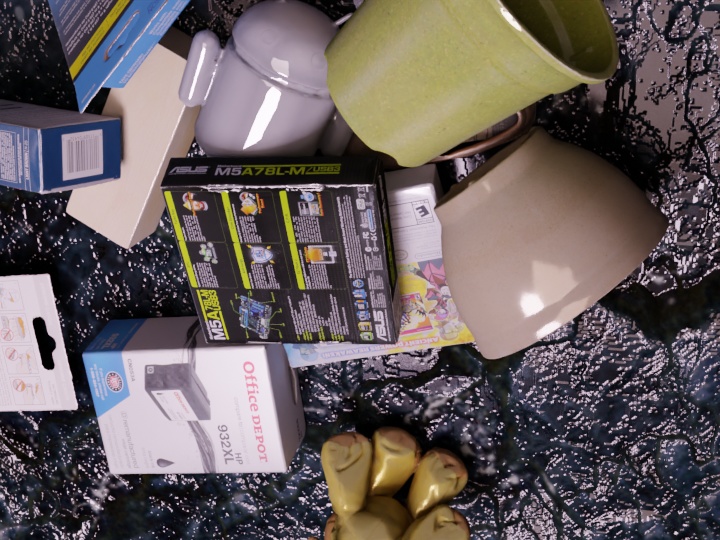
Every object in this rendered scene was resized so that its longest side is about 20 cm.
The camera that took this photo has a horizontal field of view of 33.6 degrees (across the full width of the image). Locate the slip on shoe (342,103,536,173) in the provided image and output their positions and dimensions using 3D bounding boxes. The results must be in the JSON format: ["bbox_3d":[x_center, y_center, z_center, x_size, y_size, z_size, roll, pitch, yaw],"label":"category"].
[{"bbox_3d":[0.062,-0.128,1.091,0.198,0.061,0.077,-7,110,15],"label":"slip on shoe"}]

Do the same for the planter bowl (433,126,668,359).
[{"bbox_3d":[0.147,-0.038,1.040,0.200,0.200,0.135,-37,95,23],"label":"planter bowl"}]

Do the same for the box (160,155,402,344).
[{"bbox_3d":[-0.066,-0.014,1.079,0.191,0.048,0.201,1,134,12],"label":"box"}]

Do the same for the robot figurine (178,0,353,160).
[{"bbox_3d":[-0.079,-0.157,1.070,0.168,0.113,0.201,17,119,-21],"label":"robot figurine"}]

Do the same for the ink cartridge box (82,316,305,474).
[{"bbox_3d":[-0.169,0.129,1.235,0.197,0.084,0.147,-3,111,14],"label":"ink cartridge box"}]

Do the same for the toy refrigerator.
[{"bbox_3d":[-0.206,-0.130,1.147,0.075,0.070,0.201,29,114,6],"label":"toy refrigerator"}]

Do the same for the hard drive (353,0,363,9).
[{"bbox_3d":[0.056,-0.267,1.045,0.134,0.042,0.202,-16,108,18],"label":"hard drive"}]

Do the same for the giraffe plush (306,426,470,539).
[{"bbox_3d":[0.013,0.282,1.233,0.171,0.201,0.163,21,144,-1],"label":"giraffe plush"}]

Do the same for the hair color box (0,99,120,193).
[{"bbox_3d":[-0.329,-0.121,1.119,0.198,0.100,0.061,13,108,33],"label":"hair color box"}]

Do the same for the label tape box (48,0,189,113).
[{"bbox_3d":[-0.199,-0.239,1.034,0.063,0.201,0.144,20,125,-43],"label":"label tape box"}]

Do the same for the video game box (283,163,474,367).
[{"bbox_3d":[0.000,0.000,1.147,0.198,0.047,0.184,-9,121,16],"label":"video game box"}]

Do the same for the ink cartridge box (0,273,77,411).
[{"bbox_3d":[-0.405,0.073,1.290,0.197,0.050,0.163,-4,111,10],"label":"ink cartridge box"}]

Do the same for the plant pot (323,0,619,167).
[{"bbox_3d":[0.075,-0.186,0.962,0.184,0.201,0.201,-36,101,35],"label":"plant pot"}]
